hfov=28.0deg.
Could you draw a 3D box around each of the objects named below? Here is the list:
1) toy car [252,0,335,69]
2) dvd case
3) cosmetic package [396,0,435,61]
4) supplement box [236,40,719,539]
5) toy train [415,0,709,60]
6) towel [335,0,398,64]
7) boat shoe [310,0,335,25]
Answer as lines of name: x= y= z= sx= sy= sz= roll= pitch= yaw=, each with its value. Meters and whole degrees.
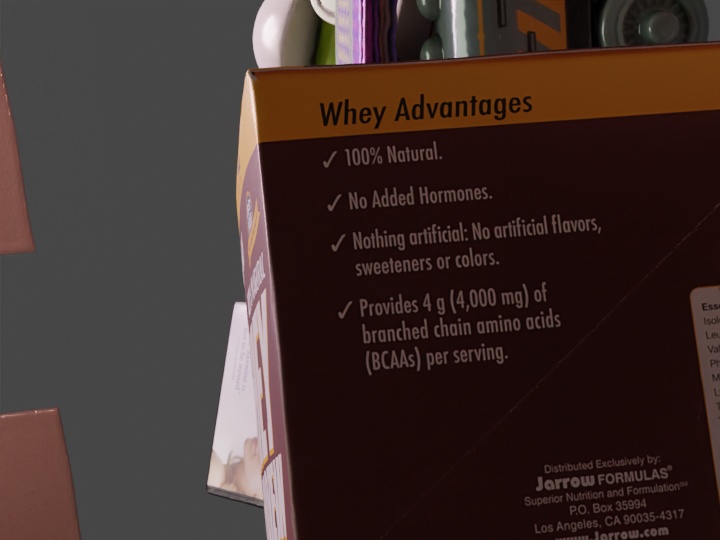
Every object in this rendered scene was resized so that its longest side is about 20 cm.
toy car: x=0.028 y=-0.104 z=0.941 sx=0.150 sy=0.173 sz=0.203 roll=-30 pitch=-50 yaw=-54
dvd case: x=-0.035 y=0.099 z=1.004 sx=0.199 sy=0.017 sz=0.145 roll=4 pitch=83 yaw=48
cosmetic package: x=0.060 y=-0.104 z=0.732 sx=0.200 sy=0.102 sz=0.088 roll=-115 pitch=35 yaw=-75
supplement box: x=0.065 y=0.048 z=0.459 sx=0.133 sy=0.194 sz=0.203 roll=115 pitch=150 yaw=-76
toy train: x=0.078 y=-0.096 z=0.589 sx=0.085 sy=0.112 sz=0.203 roll=-127 pitch=33 yaw=-78
towel: x=0.004 y=-0.095 z=0.648 sx=0.144 sy=0.022 sz=0.203 roll=-114 pitch=23 yaw=-79
boat shoe: x=0.025 y=-0.238 z=0.852 sx=0.060 sy=0.073 sz=0.203 roll=3 pitch=-75 yaw=-66
